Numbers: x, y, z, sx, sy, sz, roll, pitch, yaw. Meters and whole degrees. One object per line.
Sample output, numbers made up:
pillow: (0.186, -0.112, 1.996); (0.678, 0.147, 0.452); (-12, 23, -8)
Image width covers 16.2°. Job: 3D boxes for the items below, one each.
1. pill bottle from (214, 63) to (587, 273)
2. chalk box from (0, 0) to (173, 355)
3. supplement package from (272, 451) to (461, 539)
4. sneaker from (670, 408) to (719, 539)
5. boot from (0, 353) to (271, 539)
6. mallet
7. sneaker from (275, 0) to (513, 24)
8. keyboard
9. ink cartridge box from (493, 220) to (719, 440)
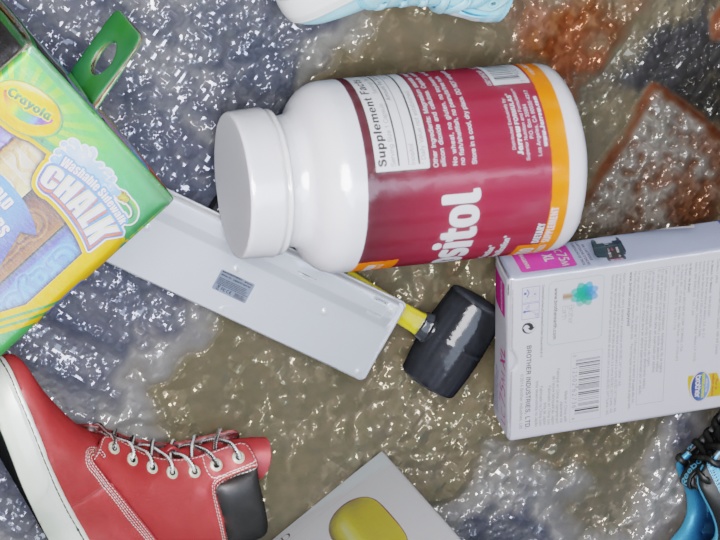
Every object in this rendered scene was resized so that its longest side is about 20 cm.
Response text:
pill bottle: (0.021, -0.058, 1.473); (0.200, 0.113, 0.113); (-6, 110, -16)
chalk box: (-0.193, -0.060, 1.391); (0.200, 0.124, 0.124); (-41, 116, -1)
supplement package: (0.027, 0.241, 1.529); (0.152, 0.200, 0.151); (-39, 116, -3)
sneaker: (0.250, 0.114, 1.634); (0.082, 0.073, 0.200); (0, 107, -18)
boot: (-0.134, 0.104, 1.501); (0.144, 0.072, 0.200); (-30, 123, -7)
mallet: (0.000, 0.000, 1.530); (0.200, 0.041, 0.066); (38, 95, -22)
sneaker: (0.051, -0.171, 1.465); (0.200, 0.074, 0.082); (-24, 111, -9)
keyboard: (-0.072, 0.002, 1.500); (0.200, 0.011, 0.056); (26, 110, -15)
ink cartridge box: (0.181, 0.033, 1.552); (0.200, 0.042, 0.119); (-7, 123, -9)
